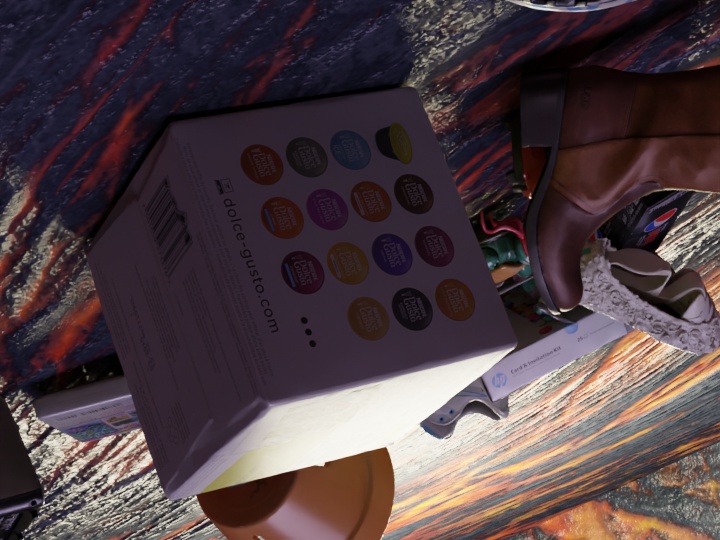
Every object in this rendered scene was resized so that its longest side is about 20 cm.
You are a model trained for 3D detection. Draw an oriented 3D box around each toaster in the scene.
[{"bbox_3d":[-0.387,0.200,1.583,0.198,0.120,0.181,-13,161,-26],"label":"toaster"}]

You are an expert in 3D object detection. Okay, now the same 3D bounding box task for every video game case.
[{"bbox_3d":[-0.181,0.114,1.678,0.198,0.024,0.182,-15,168,1],"label":"video game case"}]

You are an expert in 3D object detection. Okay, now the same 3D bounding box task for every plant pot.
[{"bbox_3d":[-0.082,0.222,1.938,0.199,0.202,0.140,-27,145,21],"label":"plant pot"}]

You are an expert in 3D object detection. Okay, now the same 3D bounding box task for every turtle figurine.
[{"bbox_3d":[0.113,0.008,1.614,0.149,0.102,0.199,8,161,-39],"label":"turtle figurine"}]

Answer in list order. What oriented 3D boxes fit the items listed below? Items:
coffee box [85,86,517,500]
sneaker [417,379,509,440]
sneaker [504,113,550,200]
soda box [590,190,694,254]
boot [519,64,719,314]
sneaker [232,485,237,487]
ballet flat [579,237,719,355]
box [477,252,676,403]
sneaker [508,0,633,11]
[{"bbox_3d":[-0.046,0.017,1.267,0.196,0.201,0.200,-11,161,-30],"label":"coffee box"},{"bbox_3d":[0.057,0.126,1.817,0.198,0.088,0.075,-6,160,-5],"label":"sneaker"},{"bbox_3d":[0.177,-0.076,1.444,0.097,0.072,0.200,-5,167,15],"label":"sneaker"},{"bbox_3d":[0.232,-0.060,1.579,0.063,0.071,0.200,-28,165,-13],"label":"soda box"},{"bbox_3d":[0.218,-0.060,1.323,0.198,0.190,0.069,-1,-166,10],"label":"boot"},{"bbox_3d":[-0.113,0.159,1.706,0.145,0.081,0.200,-15,175,-18],"label":"sneaker"},{"bbox_3d":[0.253,0.020,1.569,0.199,0.072,0.072,18,143,-33],"label":"ballet flat"},{"bbox_3d":[0.185,0.034,1.706,0.199,0.041,0.156,-28,-158,0],"label":"box"},{"bbox_3d":[0.165,-0.191,1.099,0.198,0.073,0.072,-13,171,-12],"label":"sneaker"}]
